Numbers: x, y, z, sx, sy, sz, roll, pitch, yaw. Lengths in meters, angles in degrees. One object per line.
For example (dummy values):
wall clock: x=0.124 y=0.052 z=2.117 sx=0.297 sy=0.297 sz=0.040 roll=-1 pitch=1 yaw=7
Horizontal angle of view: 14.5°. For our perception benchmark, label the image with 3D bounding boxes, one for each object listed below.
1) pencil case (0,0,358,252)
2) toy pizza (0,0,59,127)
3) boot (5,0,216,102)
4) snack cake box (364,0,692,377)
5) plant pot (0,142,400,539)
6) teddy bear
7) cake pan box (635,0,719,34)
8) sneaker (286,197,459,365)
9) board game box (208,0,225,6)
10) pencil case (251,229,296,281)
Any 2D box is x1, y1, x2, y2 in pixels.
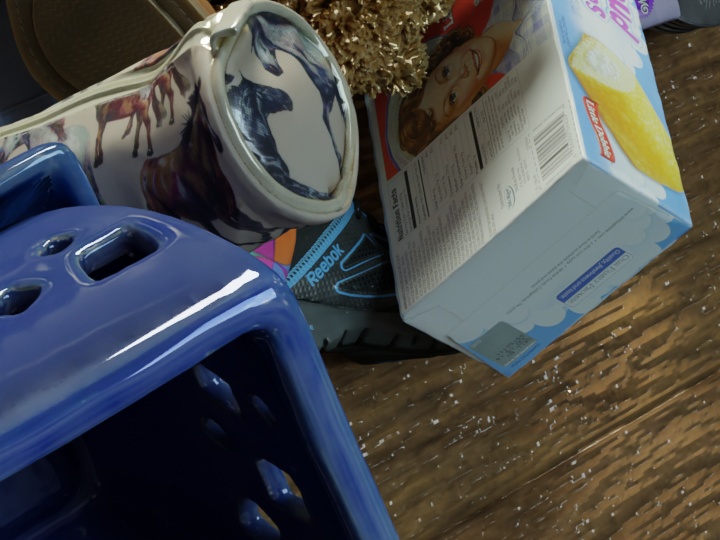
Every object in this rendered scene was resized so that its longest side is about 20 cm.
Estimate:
pencil case: x=-0.088 y=-0.033 z=0.995 sx=0.089 sy=0.200 sz=0.078 roll=43 pitch=47 yaw=-28
toy pizza: x=-0.182 y=-0.041 z=1.067 sx=0.200 sy=0.032 sz=0.201 roll=16 pitch=69 yaw=-48
boot: x=-0.108 y=-0.146 z=1.115 sx=0.200 sy=0.077 sz=0.155 roll=35 pitch=33 yaw=-6
snack cake box: x=0.066 y=-0.067 z=1.236 sx=0.067 sy=0.115 sz=0.200 roll=29 pitch=35 yaw=-31
plant pot: x=-0.114 y=0.087 z=0.903 sx=0.200 sy=0.180 sz=0.200 roll=-31 pitch=126 yaw=-16
teddy bear: x=-0.004 y=-0.109 z=1.180 sx=0.200 sy=0.145 sz=0.067 roll=-32 pitch=71 yaw=-21
cake pan box: x=0.145 y=-0.221 z=1.480 sx=0.184 sy=0.052 sz=0.201 roll=-19 pitch=95 yaw=-48
sneaker: x=0.000 y=0.000 z=1.233 sx=0.200 sy=0.073 sz=0.082 roll=1 pitch=80 yaw=-49
board game box: x=-0.064 y=-0.210 z=1.251 sx=0.135 sy=0.028 sz=0.200 roll=-43 pitch=113 yaw=-45
pencil case: x=-0.082 y=0.053 z=1.101 sx=0.088 sy=0.088 sz=0.201 roll=28 pitch=67 yaw=-42
